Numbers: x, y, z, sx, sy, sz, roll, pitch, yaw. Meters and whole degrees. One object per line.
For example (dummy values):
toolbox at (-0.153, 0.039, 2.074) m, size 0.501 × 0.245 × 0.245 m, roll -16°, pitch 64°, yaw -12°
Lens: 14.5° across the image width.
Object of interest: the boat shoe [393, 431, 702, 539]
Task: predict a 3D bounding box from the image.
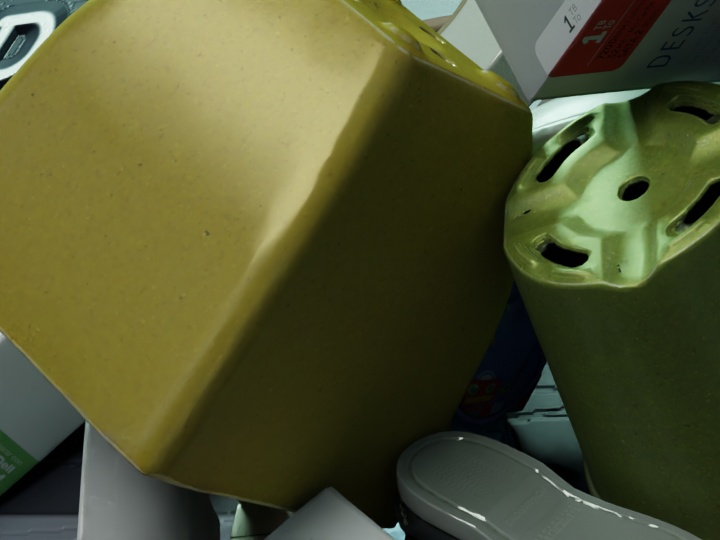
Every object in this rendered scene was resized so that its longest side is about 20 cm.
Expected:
boat shoe at (0.097, 0.138, 1.206) m, size 0.075 × 0.061 × 0.200 m, roll -29°, pitch 46°, yaw -31°

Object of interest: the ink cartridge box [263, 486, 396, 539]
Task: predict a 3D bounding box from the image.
ink cartridge box at (0.034, 0.196, 1.163) m, size 0.083 × 0.147 × 0.200 m, roll -39°, pitch 35°, yaw -12°

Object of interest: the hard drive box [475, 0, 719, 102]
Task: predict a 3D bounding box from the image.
hard drive box at (0.168, -0.156, 1.219) m, size 0.199 × 0.156 × 0.077 m, roll -8°, pitch 59°, yaw -33°

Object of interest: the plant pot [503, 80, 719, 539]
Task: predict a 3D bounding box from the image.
plant pot at (0.155, 0.025, 1.232) m, size 0.199 × 0.190 × 0.200 m, roll -21°, pitch 37°, yaw 17°

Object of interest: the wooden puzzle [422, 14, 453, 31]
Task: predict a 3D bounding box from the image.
wooden puzzle at (-0.011, -0.023, 1.465) m, size 0.184 × 0.037 × 0.201 m, roll -8°, pitch 79°, yaw 33°

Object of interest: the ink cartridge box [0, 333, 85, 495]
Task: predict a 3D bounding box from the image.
ink cartridge box at (-0.178, 0.015, 1.589) m, size 0.200 × 0.084 × 0.146 m, roll -40°, pitch 33°, yaw 6°

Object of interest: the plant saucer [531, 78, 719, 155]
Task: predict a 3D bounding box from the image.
plant saucer at (0.136, -0.057, 1.344) m, size 0.199 × 0.200 × 0.050 m, roll -16°, pitch 69°, yaw 24°

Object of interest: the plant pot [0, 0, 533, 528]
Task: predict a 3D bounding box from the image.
plant pot at (-0.039, -0.032, 1.235) m, size 0.194 × 0.195 × 0.200 m, roll 42°, pitch 102°, yaw 33°

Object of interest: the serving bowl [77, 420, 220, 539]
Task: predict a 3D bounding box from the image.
serving bowl at (-0.100, 0.157, 1.312) m, size 0.065 × 0.201 × 0.200 m, roll 4°, pitch 39°, yaw -5°

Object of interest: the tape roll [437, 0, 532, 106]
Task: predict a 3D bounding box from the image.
tape roll at (0.034, -0.136, 1.403) m, size 0.202 × 0.037 × 0.203 m, roll -28°, pitch 45°, yaw 32°

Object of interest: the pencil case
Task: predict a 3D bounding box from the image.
pencil case at (0.000, 0.000, 1.360) m, size 0.200 × 0.087 × 0.078 m, roll 27°, pitch 41°, yaw 36°

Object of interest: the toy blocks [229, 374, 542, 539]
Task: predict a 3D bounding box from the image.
toy blocks at (0.017, 0.106, 1.348) m, size 0.136 × 0.100 × 0.200 m, roll -7°, pitch 35°, yaw 16°
